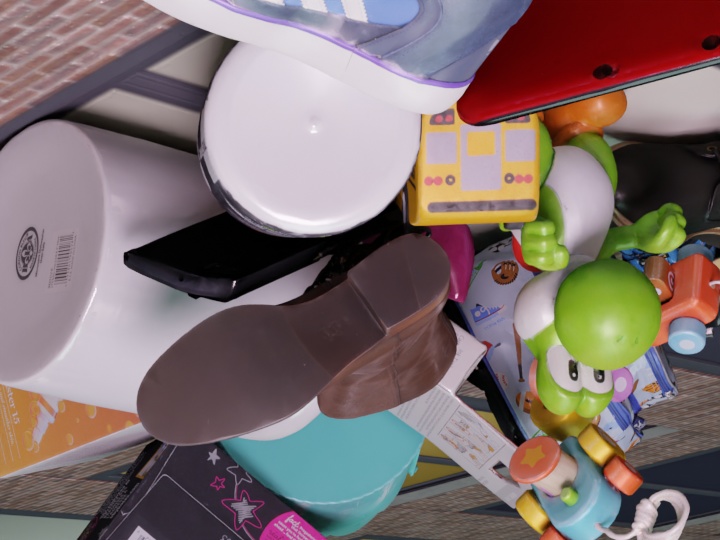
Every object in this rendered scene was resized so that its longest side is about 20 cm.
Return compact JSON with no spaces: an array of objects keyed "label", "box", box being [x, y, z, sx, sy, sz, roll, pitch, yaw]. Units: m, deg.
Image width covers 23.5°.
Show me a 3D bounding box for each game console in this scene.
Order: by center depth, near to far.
[{"label":"game console","box":[0.160,-0.118,0.828,0.198,0.120,0.172,-13,161,23]}]

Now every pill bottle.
[{"label":"pill bottle","box":[-0.033,-0.070,0.902,0.105,0.107,0.200,-3,-179,-7]}]

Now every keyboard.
[{"label":"keyboard","box":[-0.037,-0.007,0.978,0.103,0.040,0.200,16,-155,30]}]

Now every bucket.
[{"label":"bucket","box":[-0.041,0.104,1.336,0.205,0.209,0.135,-1,163,-13]}]

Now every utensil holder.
[{"label":"utensil holder","box":[-0.123,0.007,1.060,0.199,0.171,0.169,15,154,-42]}]

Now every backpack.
[{"label":"backpack","box":[0.141,0.057,1.264,0.154,0.201,0.190,-37,162,12]}]

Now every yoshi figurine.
[{"label":"yoshi figurine","box":[0.130,-0.020,0.989,0.111,0.202,0.112,-8,162,11]}]

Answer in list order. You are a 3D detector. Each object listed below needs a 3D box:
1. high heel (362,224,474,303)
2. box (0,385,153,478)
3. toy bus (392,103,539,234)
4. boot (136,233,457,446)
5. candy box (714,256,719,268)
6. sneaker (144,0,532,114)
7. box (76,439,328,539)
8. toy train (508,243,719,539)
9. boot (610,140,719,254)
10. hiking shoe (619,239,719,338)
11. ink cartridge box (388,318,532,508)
[{"label":"high heel","box":[0.000,0.000,1.186,0.199,0.097,0.067,-20,157,38]},{"label":"box","box":[-0.185,0.064,1.250,0.199,0.125,0.097,-23,168,41]},{"label":"toy bus","box":[0.050,-0.066,0.946,0.064,0.079,0.200,-3,-168,-4]},{"label":"boot","box":[-0.026,0.059,0.969,0.185,0.065,0.200,-25,166,-5]},{"label":"candy box","box":[0.362,-0.021,1.221,0.199,0.056,0.115,-31,153,23]},{"label":"sneaker","box":[-0.011,-0.166,0.735,0.199,0.081,0.147,24,123,-9]},{"label":"box","box":[-0.103,0.230,1.252,0.200,0.132,0.115,41,154,-8]},{"label":"toy train","box":[0.148,0.072,1.022,0.055,0.201,0.150,36,142,-26]},{"label":"boot","box":[0.246,-0.071,1.103,0.199,0.078,0.138,-3,160,-46]},{"label":"hiking shoe","box":[0.222,-0.013,1.229,0.074,0.087,0.200,-16,160,29]},{"label":"ink cartridge box","box":[0.059,0.085,1.177,0.176,0.045,0.200,37,168,5]}]
